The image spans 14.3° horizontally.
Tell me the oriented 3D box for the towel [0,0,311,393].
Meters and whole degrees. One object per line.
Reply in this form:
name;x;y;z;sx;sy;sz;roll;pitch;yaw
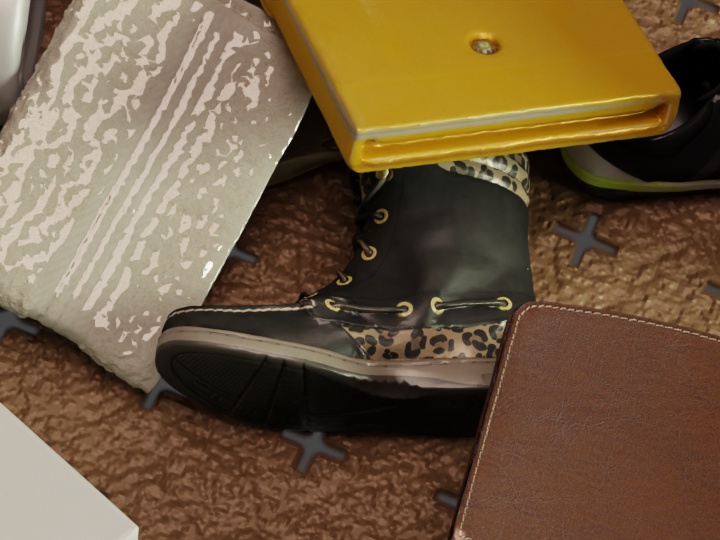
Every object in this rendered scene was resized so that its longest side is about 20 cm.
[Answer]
towel;-0.113;-0.056;1.424;0.132;0.034;0.200;30;76;-8

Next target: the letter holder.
letter holder;0.148;0.111;1.352;0.199;0.101;0.143;15;63;3

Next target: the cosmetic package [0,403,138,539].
cosmetic package;-0.197;0.104;1.322;0.200;0.113;0.081;40;64;19

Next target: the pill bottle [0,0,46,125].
pill bottle;-0.263;-0.139;1.453;0.199;0.111;0.111;7;60;-1

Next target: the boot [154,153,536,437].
boot;0.000;0.000;1.420;0.199;0.073;0.151;5;61;-7

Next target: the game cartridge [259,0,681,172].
game cartridge;0.042;-0.132;1.442;0.176;0.033;0.200;-8;44;-20

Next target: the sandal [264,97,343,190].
sandal;-0.005;-0.099;1.487;0.200;0.054;0.080;-22;65;-17

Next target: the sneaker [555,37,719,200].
sneaker;0.196;-0.082;1.480;0.199;0.083;0.072;-12;63;-12
